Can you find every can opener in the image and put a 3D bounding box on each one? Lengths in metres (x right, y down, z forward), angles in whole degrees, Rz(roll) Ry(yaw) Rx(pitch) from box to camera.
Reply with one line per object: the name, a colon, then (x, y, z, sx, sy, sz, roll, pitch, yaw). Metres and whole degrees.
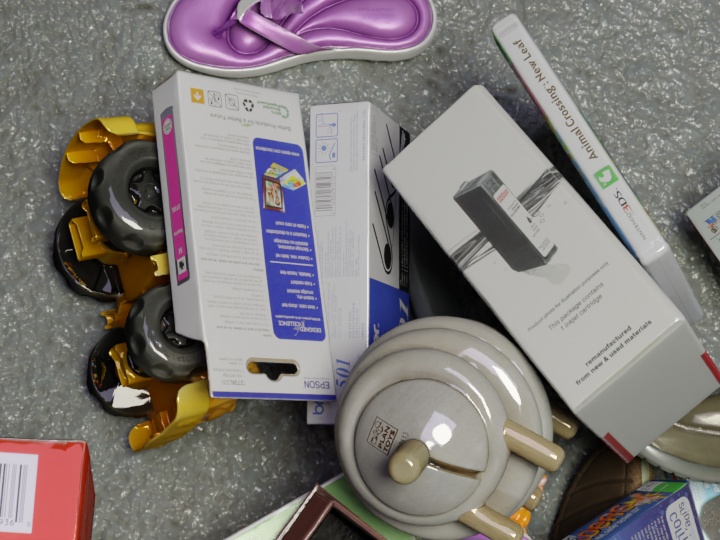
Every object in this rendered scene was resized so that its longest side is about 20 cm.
can opener: (0.064, 0.040, 1.026, 0.066, 0.053, 0.202, -19, 75, -16)

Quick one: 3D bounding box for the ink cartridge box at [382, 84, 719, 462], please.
ink cartridge box: (0.117, 0.003, 0.911, 0.084, 0.144, 0.201, -39, 61, 6)

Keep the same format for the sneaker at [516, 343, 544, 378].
sneaker: (0.127, 0.027, 1.035, 0.198, 0.060, 0.105, 25, 67, -5)

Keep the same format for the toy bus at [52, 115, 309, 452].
toy bus: (-0.090, 0.000, 0.982, 0.190, 0.136, 0.202, -10, 77, -29)

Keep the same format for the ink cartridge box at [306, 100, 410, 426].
ink cartridge box: (0.000, 0.000, 0.971, 0.044, 0.094, 0.203, -2, 82, 18)

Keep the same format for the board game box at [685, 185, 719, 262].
board game box: (0.339, 0.002, 1.038, 0.103, 0.105, 0.201, -24, 77, -47)

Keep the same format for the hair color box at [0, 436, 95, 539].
hair color box: (-0.207, 0.141, 0.870, 0.100, 0.200, 0.062, 5, 72, -8)

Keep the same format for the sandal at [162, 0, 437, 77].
sandal: (-0.042, -0.188, 1.075, 0.200, 0.050, 0.083, -6, 75, -11)

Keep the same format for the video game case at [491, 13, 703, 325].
video game case: (0.159, -0.059, 0.984, 0.022, 0.200, 0.183, -33, 69, 8)

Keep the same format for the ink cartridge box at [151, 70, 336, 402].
ink cartridge box: (-0.070, -0.017, 0.904, 0.094, 0.037, 0.202, 6, 67, -40)

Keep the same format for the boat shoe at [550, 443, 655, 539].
boat shoe: (0.166, 0.215, 0.991, 0.076, 0.071, 0.202, 29, 68, -28)

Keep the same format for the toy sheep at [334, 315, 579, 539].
toy sheep: (0.049, 0.091, 0.850, 0.136, 0.200, 0.140, 0, 91, 11)

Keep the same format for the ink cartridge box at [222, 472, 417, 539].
ink cartridge box: (-0.027, 0.171, 0.943, 0.199, 0.104, 0.060, -28, 81, -16)

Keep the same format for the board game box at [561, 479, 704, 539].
board game box: (0.179, 0.250, 0.932, 0.135, 0.034, 0.202, -22, 100, -38)

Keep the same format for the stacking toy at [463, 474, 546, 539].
stacking toy: (0.081, 0.204, 0.965, 0.110, 0.115, 0.201, 43, 50, -25)

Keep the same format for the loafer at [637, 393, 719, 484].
loafer: (0.252, 0.100, 0.981, 0.198, 0.075, 0.070, 10, 101, -17)

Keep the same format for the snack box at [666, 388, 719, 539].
snack box: (0.278, 0.171, 1.030, 0.115, 0.037, 0.202, -8, 75, -12)

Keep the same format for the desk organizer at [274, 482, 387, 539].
desk organizer: (-0.048, 0.226, 0.835, 0.072, 0.077, 0.201, 40, 79, -14)
